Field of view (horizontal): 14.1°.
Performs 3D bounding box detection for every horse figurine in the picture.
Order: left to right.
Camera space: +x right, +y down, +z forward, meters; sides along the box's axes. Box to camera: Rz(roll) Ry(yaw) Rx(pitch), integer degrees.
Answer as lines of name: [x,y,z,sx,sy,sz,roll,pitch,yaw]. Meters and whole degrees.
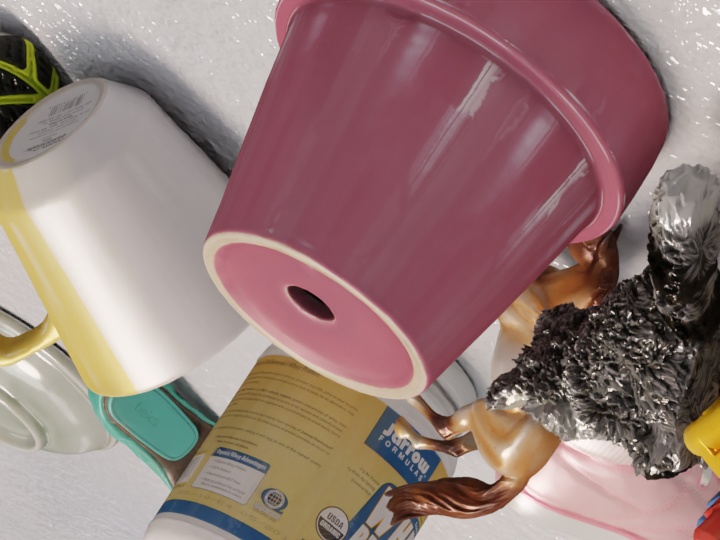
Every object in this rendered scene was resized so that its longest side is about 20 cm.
horse figurine: [0.075,0.053,1.593,0.132,0.201,0.050,20,-167,34]

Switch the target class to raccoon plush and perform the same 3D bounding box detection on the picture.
raccoon plush: [0.129,0.012,1.458,0.133,0.097,0.201,21,126,33]

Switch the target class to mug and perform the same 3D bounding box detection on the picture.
mug: [-0.157,-0.019,1.732,0.153,0.186,0.149,55,170,-26]

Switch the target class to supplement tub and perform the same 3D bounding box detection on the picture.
supplement tub: [-0.029,0.132,1.813,0.144,0.201,0.145,28,158,13]

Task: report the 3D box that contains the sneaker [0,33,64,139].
sneaker: [-0.203,-0.074,1.822,0.076,0.075,0.201,22,145,45]

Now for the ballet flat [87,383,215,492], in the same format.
ballet flat: [-0.132,0.128,2.150,0.200,0.067,0.070,49,178,-32]

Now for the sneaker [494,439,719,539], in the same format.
sneaker: [0.185,0.110,1.640,0.199,0.076,0.105,17,125,-14]

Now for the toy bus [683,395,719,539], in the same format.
toy bus: [0.249,0.106,1.370,0.200,0.192,0.136,46,156,1]

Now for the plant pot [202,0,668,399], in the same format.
plant pot: [0.023,-0.046,1.409,0.199,0.179,0.200,28,158,12]

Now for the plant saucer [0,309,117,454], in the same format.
plant saucer: [-0.282,0.092,2.285,0.199,0.050,0.200,29,158,13]
